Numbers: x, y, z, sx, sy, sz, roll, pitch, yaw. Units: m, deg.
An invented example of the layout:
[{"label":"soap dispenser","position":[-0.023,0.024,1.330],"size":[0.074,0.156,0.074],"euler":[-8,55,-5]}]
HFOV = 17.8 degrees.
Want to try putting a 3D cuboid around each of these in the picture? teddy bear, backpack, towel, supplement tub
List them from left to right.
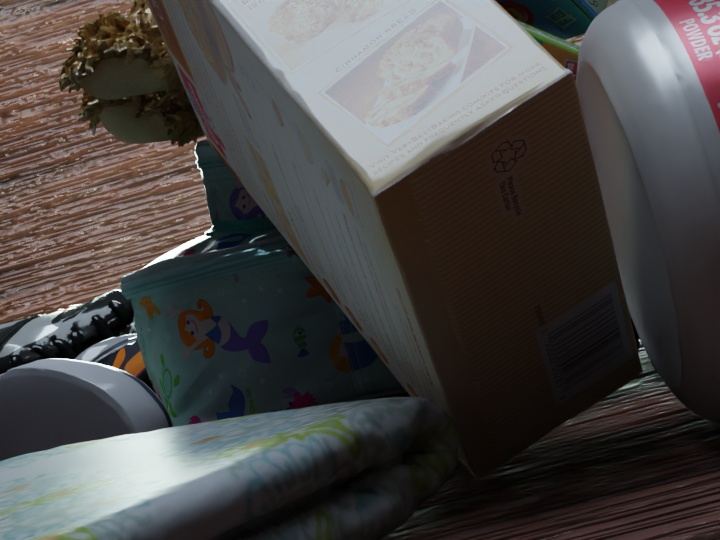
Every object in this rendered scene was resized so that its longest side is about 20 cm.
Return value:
[{"label":"towel","position":[-0.090,0.088,0.705],"size":[0.171,0.048,0.200],"euler":[-9,7,40]},{"label":"teddy bear","position":[-0.038,-0.123,0.913],"size":[0.200,0.067,0.145],"euler":[-41,-18,9]},{"label":"backpack","position":[0.000,0.000,0.955],"size":[0.200,0.151,0.178],"euler":[-20,4,8]},{"label":"supplement tub","position":[0.180,-0.041,0.733],"size":[0.200,0.141,0.140],"euler":[-16,3,-2]}]

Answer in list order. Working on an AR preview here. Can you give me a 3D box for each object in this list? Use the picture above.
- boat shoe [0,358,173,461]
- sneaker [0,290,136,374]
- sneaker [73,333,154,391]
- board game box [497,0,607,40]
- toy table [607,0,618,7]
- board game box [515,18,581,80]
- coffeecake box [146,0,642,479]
[{"label":"boat shoe","position":[-0.129,0.073,0.969],"size":[0.070,0.071,0.200],"euler":[-22,0,-40]},{"label":"sneaker","position":[-0.162,0.054,1.247],"size":[0.098,0.071,0.200],"euler":[-16,1,35]},{"label":"sneaker","position":[-0.044,0.042,1.123],"size":[0.200,0.078,0.112],"euler":[-29,12,-21]},{"label":"board game box","position":[0.044,-0.178,1.043],"size":[0.200,0.056,0.196],"euler":[-13,48,47]},{"label":"toy table","position":[0.164,-0.158,1.094],"size":[0.184,0.117,0.200],"euler":[-11,-44,-37]},{"label":"board game box","position":[0.136,-0.056,0.915],"size":[0.200,0.030,0.096],"euler":[20,9,-9]},{"label":"coffeecake box","position":[0.001,-0.053,0.775],"size":[0.073,0.154,0.200],"euler":[-32,51,-9]}]
